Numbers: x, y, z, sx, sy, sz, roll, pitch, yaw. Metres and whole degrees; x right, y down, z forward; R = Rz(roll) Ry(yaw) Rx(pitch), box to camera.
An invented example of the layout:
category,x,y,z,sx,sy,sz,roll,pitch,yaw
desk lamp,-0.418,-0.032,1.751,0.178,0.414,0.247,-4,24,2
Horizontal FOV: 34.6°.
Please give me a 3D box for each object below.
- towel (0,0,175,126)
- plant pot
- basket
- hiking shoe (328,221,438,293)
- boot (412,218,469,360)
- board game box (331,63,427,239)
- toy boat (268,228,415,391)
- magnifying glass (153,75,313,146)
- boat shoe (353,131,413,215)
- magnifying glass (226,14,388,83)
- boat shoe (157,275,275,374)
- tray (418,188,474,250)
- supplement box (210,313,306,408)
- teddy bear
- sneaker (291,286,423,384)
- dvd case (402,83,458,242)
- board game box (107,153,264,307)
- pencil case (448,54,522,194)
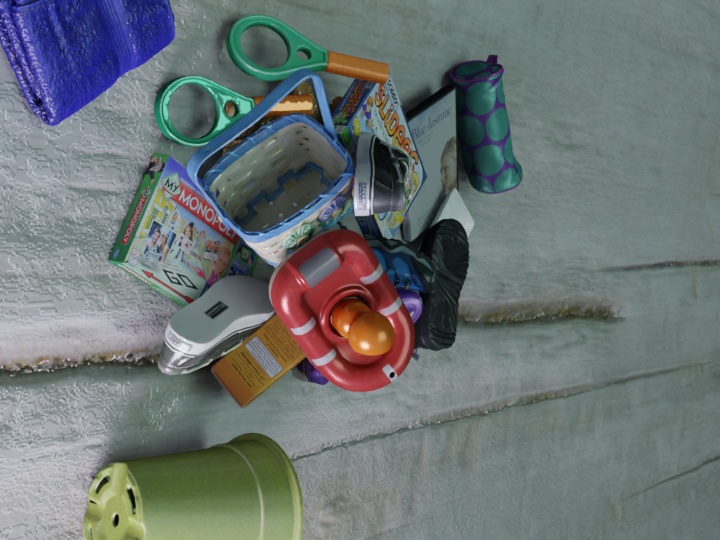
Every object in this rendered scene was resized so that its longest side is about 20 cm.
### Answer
category,x,y,z,sx,sy,sz,roll,pitch,yaw
towel,-0.272,-0.254,1.171,0.200,0.049,0.148,-47,131,-38
plant pot,-0.199,0.277,1.292,0.190,0.200,0.200,11,88,-41
basket,-0.092,-0.112,1.295,0.176,0.139,0.200,-40,143,-10
hiking shoe,0.000,0.000,1.479,0.074,0.200,0.087,85,28,-55
boot,0.065,0.032,1.601,0.073,0.162,0.199,21,70,-37
board game box,0.020,-0.146,1.487,0.136,0.034,0.200,-61,144,-31
toy boat,-0.005,0.058,1.302,0.130,0.131,0.200,-38,125,-8
magnifying glass,-0.143,-0.187,1.334,0.200,0.022,0.080,-9,96,-35
boat shoe,0.028,-0.113,1.331,0.199,0.068,0.074,-87,179,-74
magnifying glass,-0.061,-0.255,1.380,0.200,0.022,0.080,10,66,-22
boat shoe,-0.165,0.062,1.331,0.200,0.071,0.064,-29,153,-56
tray,0.109,-0.018,1.751,0.200,0.022,0.107,-62,148,-18
supplement box,-0.085,0.080,1.399,0.200,0.067,0.069,-41,90,-7
teddy bear,-0.097,-0.171,1.429,0.200,0.067,0.145,-34,114,-38
sneaker,0.007,0.091,1.473,0.200,0.083,0.081,-33,118,-22
dvd case,0.103,-0.159,1.709,0.143,0.018,0.200,-39,135,-43
board game box,-0.194,-0.029,1.343,0.200,0.029,0.135,39,67,-50
pencil case,0.195,-0.223,1.789,0.092,0.085,0.200,-31,123,-28
